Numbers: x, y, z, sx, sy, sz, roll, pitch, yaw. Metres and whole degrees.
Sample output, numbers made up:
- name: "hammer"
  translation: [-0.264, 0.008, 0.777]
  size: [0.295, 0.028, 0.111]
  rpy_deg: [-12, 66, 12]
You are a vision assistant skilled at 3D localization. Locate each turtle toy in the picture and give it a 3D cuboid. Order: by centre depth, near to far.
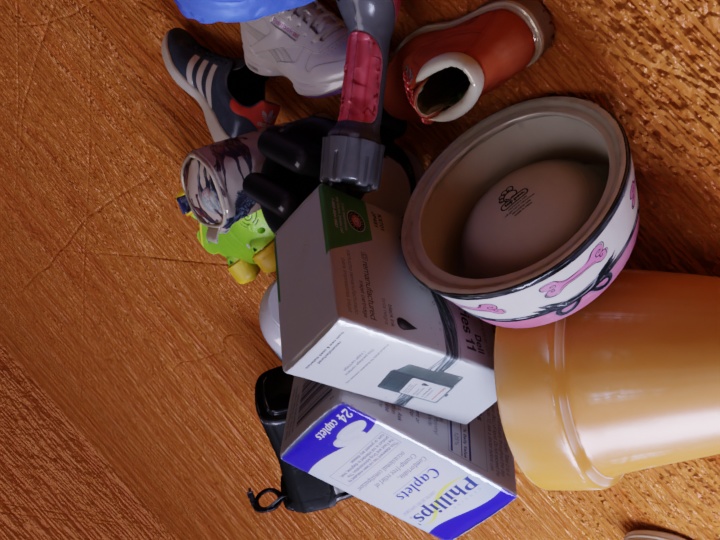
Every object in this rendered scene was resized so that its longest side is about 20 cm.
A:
- name: "turtle toy"
  translation: [-0.150, -0.068, 1.125]
  size: [0.146, 0.101, 0.199]
  rpy_deg: [54, 149, -11]

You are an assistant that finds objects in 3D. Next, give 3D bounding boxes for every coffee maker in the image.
- name: "coffee maker"
  translation: [-0.090, 0.252, 1.319]
  size: [0.134, 0.191, 0.202]
  rpy_deg: [36, 149, 49]

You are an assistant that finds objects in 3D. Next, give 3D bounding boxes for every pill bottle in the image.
- name: "pill bottle"
  translation: [-0.062, 0.065, 1.098]
  size: [0.110, 0.111, 0.200]
  rpy_deg: [38, 169, 15]

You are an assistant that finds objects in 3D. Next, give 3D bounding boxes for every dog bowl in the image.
- name: "dog bowl"
  translation: [0.134, -0.042, 0.727]
  size: [0.199, 0.202, 0.074]
  rpy_deg: [8, 151, 46]

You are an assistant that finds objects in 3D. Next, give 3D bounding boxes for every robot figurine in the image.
- name: "robot figurine"
  translation: [-0.016, -0.076, 0.868]
  size: [0.150, 0.199, 0.126]
  rpy_deg: [-33, 63, 32]

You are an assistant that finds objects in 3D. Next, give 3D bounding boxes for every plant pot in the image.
- name: "plant pot"
  translation: [0.236, 0.081, 0.747]
  size: [0.181, 0.201, 0.202]
  rpy_deg: [-8, 121, 35]

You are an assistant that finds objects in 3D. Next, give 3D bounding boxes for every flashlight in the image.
- name: "flashlight"
  translation: [-0.001, -0.172, 0.754]
  size: [0.068, 0.067, 0.203]
  rpy_deg: [-179, 96, -73]

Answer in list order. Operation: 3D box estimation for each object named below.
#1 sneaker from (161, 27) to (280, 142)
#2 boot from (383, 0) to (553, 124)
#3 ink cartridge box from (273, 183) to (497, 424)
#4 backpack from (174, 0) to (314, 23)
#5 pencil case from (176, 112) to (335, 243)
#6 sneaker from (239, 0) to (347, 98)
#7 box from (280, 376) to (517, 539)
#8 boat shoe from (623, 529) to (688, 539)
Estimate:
- name: "sneaker"
  translation: [-0.149, -0.217, 0.997]
  size: [0.085, 0.075, 0.201]
  rpy_deg: [-48, 63, 26]
- name: "boot"
  translation: [0.060, -0.161, 0.761]
  size: [0.075, 0.107, 0.199]
  rpy_deg: [52, 151, -14]
- name: "ink cartridge box"
  translation: [0.031, 0.033, 0.778]
  size: [0.198, 0.148, 0.083]
  rpy_deg: [20, 133, -32]
- name: "backpack"
  translation: [-0.106, -0.295, 0.741]
  size: [0.201, 0.161, 0.169]
  rpy_deg: [53, 157, 26]
- name: "pencil case"
  translation: [-0.092, -0.102, 0.930]
  size: [0.077, 0.199, 0.091]
  rpy_deg: [24, 126, 37]
- name: "sneaker"
  translation: [-0.058, -0.226, 0.856]
  size: [0.199, 0.075, 0.101]
  rpy_deg: [25, 141, 41]
- name: "box"
  translation: [0.040, 0.126, 0.860]
  size: [0.198, 0.185, 0.105]
  rpy_deg: [31, 126, -19]
- name: "boat shoe"
  translation: [0.366, 0.348, 0.973]
  size: [0.198, 0.069, 0.074]
  rpy_deg: [15, 136, 42]
